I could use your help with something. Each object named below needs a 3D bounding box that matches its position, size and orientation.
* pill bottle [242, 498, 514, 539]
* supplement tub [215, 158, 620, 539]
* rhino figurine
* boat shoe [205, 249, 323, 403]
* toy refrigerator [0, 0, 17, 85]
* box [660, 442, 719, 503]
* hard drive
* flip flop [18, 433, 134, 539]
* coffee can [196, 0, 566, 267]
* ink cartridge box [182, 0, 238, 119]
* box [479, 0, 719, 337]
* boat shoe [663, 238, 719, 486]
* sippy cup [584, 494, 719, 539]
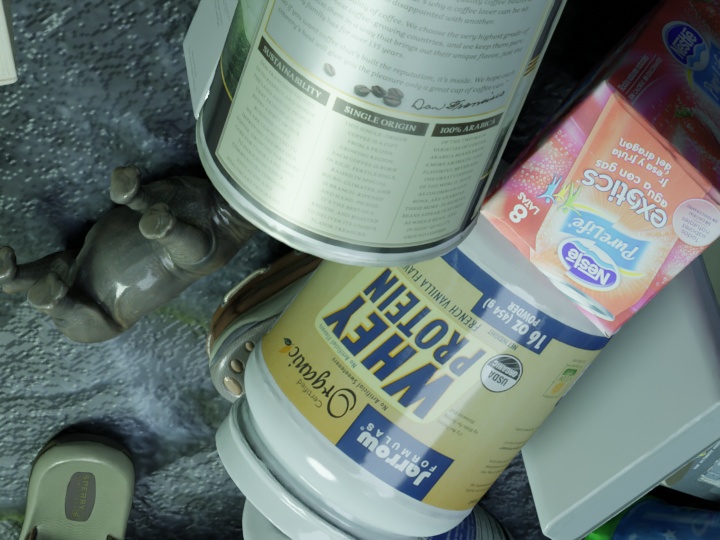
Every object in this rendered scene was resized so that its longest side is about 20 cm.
[{"bbox_3d":[0.029,0.178,1.753,0.111,0.111,0.200,-33,132,20],"label":"pill bottle"},{"bbox_3d":[0.030,0.046,1.509,0.144,0.145,0.200,27,110,-32],"label":"supplement tub"},{"bbox_3d":[-0.100,-0.023,1.563,0.199,0.060,0.087,-30,152,16],"label":"rhino figurine"},{"bbox_3d":[0.000,0.000,1.603,0.199,0.072,0.076,-26,125,0],"label":"boat shoe"},{"bbox_3d":[-0.273,-0.123,1.423,0.199,0.070,0.076,-9,135,-4],"label":"toy refrigerator"},{"bbox_3d":[0.278,0.068,1.740,0.157,0.051,0.200,18,129,-27],"label":"box"},{"bbox_3d":[0.133,0.035,1.571,0.132,0.201,0.026,-38,131,24],"label":"hard drive"},{"bbox_3d":[-0.169,0.181,1.752,0.081,0.058,0.201,0,134,-12],"label":"flip flop"},{"bbox_3d":[0.018,-0.122,1.334,0.146,0.147,0.201,7,132,-18],"label":"coffee can"},{"bbox_3d":[-0.002,-0.157,1.447,0.115,0.068,0.200,11,131,-20],"label":"ink cartridge box"},{"bbox_3d":[0.149,-0.063,1.470,0.095,0.200,0.103,44,120,-1],"label":"box"},{"bbox_3d":[0.173,0.027,1.662,0.074,0.063,0.202,-32,139,-48],"label":"boat shoe"},{"bbox_3d":[0.218,0.204,1.771,0.130,0.178,0.140,-5,134,36],"label":"sippy cup"}]
